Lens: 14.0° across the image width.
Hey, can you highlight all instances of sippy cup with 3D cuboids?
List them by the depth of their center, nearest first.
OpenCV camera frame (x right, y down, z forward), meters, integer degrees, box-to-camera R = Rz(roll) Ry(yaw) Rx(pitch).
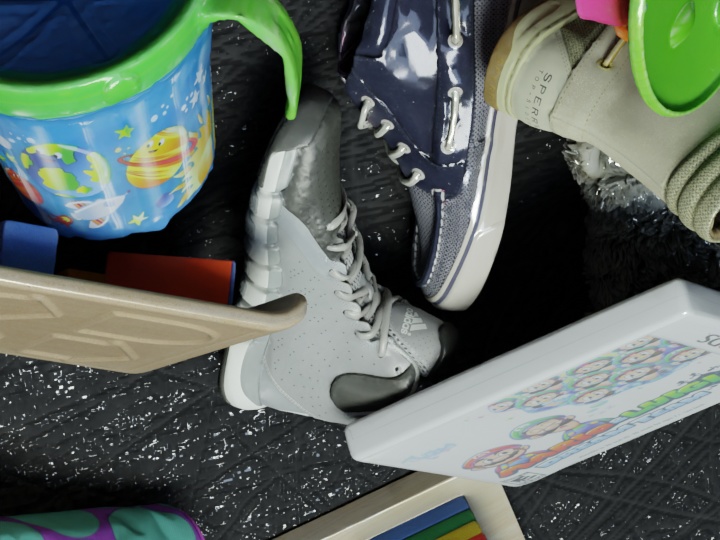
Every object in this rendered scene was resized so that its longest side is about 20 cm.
[{"bbox_3d":[-0.125,-0.088,1.364,0.140,0.178,0.130,-46,146,-25],"label":"sippy cup"}]

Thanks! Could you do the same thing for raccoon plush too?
[{"bbox_3d":[0.121,-0.012,1.529,0.134,0.097,0.200,28,111,-25],"label":"raccoon plush"}]

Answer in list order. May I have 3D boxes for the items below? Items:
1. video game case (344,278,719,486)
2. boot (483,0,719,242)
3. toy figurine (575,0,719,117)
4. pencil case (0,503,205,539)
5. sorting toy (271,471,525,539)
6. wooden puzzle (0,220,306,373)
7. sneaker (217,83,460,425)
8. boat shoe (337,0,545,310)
[{"bbox_3d":[0.119,0.062,1.514,0.200,0.024,0.182,-25,160,25],"label":"video game case"},{"bbox_3d":[0.178,-0.094,1.411,0.200,0.155,0.072,-30,143,-36],"label":"boot"},{"bbox_3d":[0.095,-0.182,1.353,0.200,0.184,0.150,-52,147,-33],"label":"toy figurine"},{"bbox_3d":[-0.168,0.166,1.513,0.200,0.092,0.085,1,96,-47],"label":"pencil case"},{"bbox_3d":[0.018,0.227,1.670,0.200,0.070,0.199,-25,129,-1],"label":"sorting toy"},{"bbox_3d":[-0.150,0.012,1.420,0.199,0.185,0.046,5,80,-25],"label":"wooden puzzle"},{"bbox_3d":[0.000,0.000,1.475,0.115,0.075,0.200,18,132,7],"label":"sneaker"},{"bbox_3d":[0.028,-0.075,1.465,0.092,0.075,0.201,3,114,-15],"label":"boat shoe"}]
